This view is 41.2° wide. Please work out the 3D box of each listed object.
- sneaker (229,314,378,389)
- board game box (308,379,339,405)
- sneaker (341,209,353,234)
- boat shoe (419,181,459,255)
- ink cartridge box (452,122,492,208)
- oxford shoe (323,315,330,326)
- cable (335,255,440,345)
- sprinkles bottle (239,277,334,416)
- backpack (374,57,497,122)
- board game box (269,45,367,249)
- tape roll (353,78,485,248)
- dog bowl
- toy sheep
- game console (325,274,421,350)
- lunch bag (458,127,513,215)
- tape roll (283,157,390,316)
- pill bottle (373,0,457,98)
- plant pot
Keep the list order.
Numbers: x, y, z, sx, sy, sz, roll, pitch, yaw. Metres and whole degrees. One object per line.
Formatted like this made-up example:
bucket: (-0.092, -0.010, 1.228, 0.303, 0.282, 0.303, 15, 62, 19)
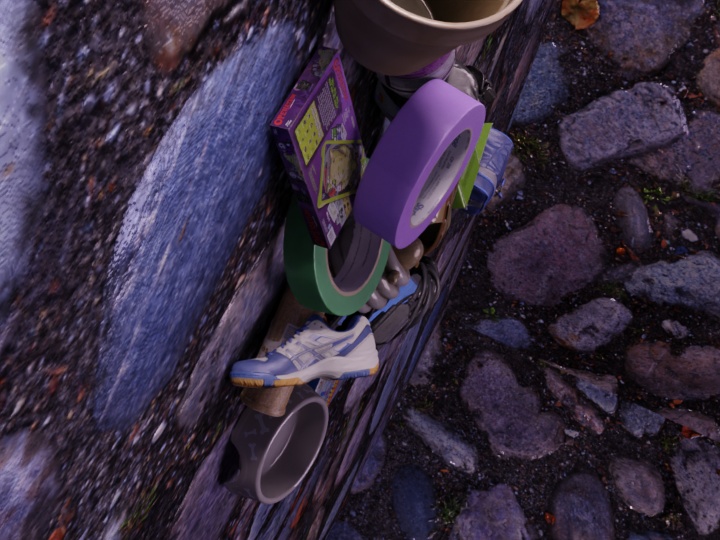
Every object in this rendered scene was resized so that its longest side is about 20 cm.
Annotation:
sneaker: (-0.076, 0.104, 1.241, 0.075, 0.198, 0.089, 163, -80, -69)
board game box: (-0.092, 0.216, 1.635, 0.196, 0.055, 0.202, 28, 85, -80)
sneaker: (0.011, -0.054, 1.536, 0.081, 0.076, 0.200, -59, 171, 19)
boat shoe: (0.100, -0.097, 1.372, 0.201, 0.075, 0.074, 82, 23, -52)
ink cartridge box: (0.110, -0.189, 1.488, 0.076, 0.146, 0.201, 66, 35, -42)
oxford shoe: (-0.068, 0.104, 1.423, 0.071, 0.071, 0.200, -46, 169, -2)
cable: (0.043, 0.057, 1.461, 0.200, 0.051, 0.163, -48, -163, -13)
sprinkles bottle: (-0.097, 0.094, 1.296, 0.068, 0.068, 0.202, -4, 117, -79)
backpack: (0.095, -0.248, 1.347, 0.127, 0.167, 0.200, -47, 174, 4)
board game box: (-0.039, -0.131, 1.060, 0.121, 0.032, 0.201, -58, 152, -27)
tape roll: (0.073, -0.129, 1.168, 0.201, 0.065, 0.201, -52, 165, -20)
dog bowl: (-0.120, 0.257, 1.431, 0.200, 0.058, 0.202, -45, 148, -38)
toy sheep: (0.000, 0.000, 1.388, 0.138, 0.198, 0.139, -21, 90, -77)
game console: (0.037, 0.048, 1.595, 0.200, 0.118, 0.171, -49, 180, -8)
lunch bag: (0.163, -0.183, 1.661, 0.133, 0.198, 0.136, -60, 174, -15)
tape roll: (-0.024, -0.045, 1.218, 0.200, 0.048, 0.203, -28, 123, -55)
pill bottle: (0.060, -0.278, 1.147, 0.200, 0.111, 0.113, 53, 61, -79)
plant pot: (0.049, -0.283, 0.943, 0.201, 0.199, 0.174, -62, -174, -23)
